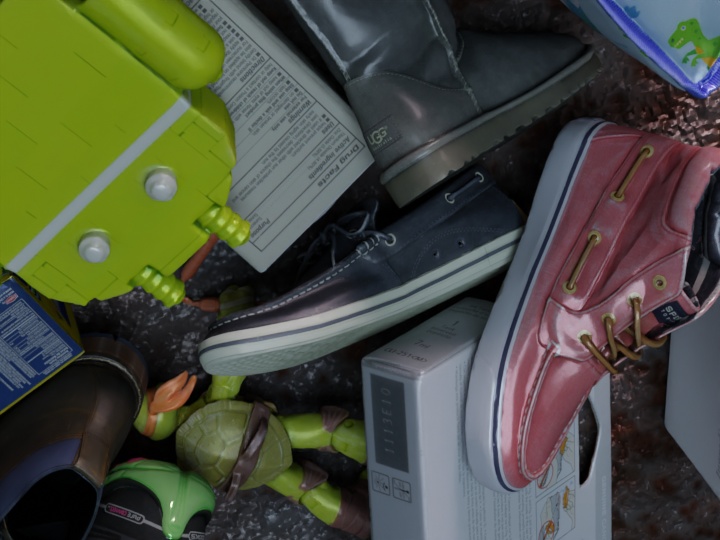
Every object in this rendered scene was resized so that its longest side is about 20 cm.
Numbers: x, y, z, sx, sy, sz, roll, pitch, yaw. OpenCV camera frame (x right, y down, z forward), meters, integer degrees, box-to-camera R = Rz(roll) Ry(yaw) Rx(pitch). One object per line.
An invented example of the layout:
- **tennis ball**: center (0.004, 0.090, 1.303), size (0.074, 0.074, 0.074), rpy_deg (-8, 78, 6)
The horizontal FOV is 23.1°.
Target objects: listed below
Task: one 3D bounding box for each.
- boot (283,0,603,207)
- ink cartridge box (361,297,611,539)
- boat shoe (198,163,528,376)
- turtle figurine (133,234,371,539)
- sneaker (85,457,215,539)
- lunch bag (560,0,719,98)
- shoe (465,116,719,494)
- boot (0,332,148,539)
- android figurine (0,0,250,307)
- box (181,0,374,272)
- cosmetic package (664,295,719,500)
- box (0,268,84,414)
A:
- **boot**: center (0.019, -0.148, 0.860), size (0.072, 0.182, 0.201), rpy_deg (-34, 89, 40)
- **ink cartridge box**: center (0.075, 0.110, 0.970), size (0.173, 0.043, 0.201), rpy_deg (-28, 122, -45)
- **boat shoe**: center (0.000, 0.000, 0.897), size (0.199, 0.075, 0.062), rpy_deg (-24, 85, -26)
- **turtle figurine**: center (-0.054, 0.082, 0.942), size (0.160, 0.064, 0.201), rpy_deg (16, 107, -17)
- **sneaker**: center (-0.140, 0.178, 0.931), size (0.076, 0.084, 0.200), rpy_deg (20, 133, -13)
- **lunch bag**: center (0.103, -0.199, 0.807), size (0.200, 0.170, 0.128), rpy_deg (38, 100, -20)
- **shoe**: center (0.123, 0.024, 0.892), size (0.071, 0.091, 0.201), rpy_deg (26, 80, -55)
- **boot**: center (-0.187, 0.123, 0.898), size (0.075, 0.097, 0.200), rpy_deg (35, 115, -19)
- **android figurine**: center (-0.138, -0.058, 0.787), size (0.182, 0.041, 0.200), rpy_deg (-39, 118, 19)
- **box**: center (-0.090, -0.101, 0.843), size (0.095, 0.078, 0.200), rpy_deg (-44, 120, 6)
- **cosmetic package**: center (0.272, 0.047, 0.922), size (0.166, 0.200, 0.167), rpy_deg (-5, 112, -10)
- **box**: center (-0.240, 0.063, 0.889), size (0.200, 0.070, 0.064), rpy_deg (-35, 125, 3)
